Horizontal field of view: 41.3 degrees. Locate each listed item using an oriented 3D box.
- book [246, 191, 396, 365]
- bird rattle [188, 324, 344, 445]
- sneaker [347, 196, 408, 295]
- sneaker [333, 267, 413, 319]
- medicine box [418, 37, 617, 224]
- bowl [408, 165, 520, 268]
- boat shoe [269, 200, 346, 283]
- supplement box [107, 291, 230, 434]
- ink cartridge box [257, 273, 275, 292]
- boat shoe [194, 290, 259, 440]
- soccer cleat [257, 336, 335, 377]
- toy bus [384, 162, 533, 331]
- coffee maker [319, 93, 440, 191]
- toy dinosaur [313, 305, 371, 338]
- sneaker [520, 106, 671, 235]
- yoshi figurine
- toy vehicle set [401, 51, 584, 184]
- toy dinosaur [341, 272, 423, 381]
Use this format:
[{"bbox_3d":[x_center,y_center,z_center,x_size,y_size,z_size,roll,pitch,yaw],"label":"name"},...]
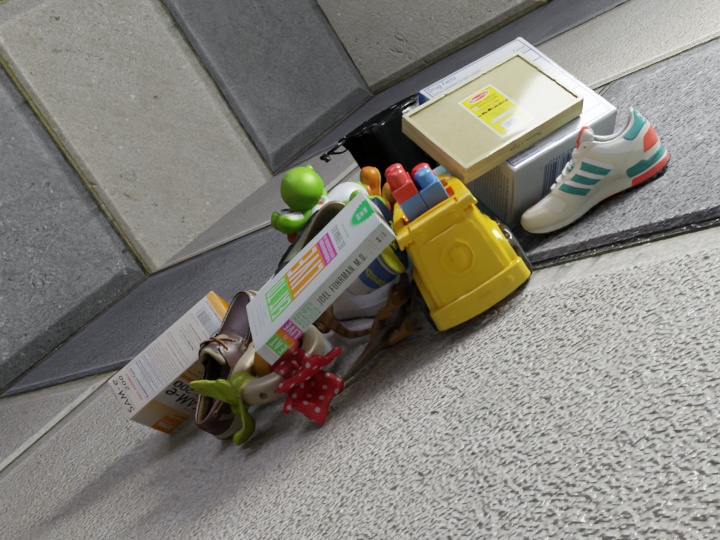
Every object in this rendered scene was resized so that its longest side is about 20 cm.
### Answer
[{"bbox_3d":[-0.046,0.008,1.102,0.200,0.048,0.134,-46,18,7],"label":"book"},{"bbox_3d":[-0.103,0.116,1.152,0.199,0.113,0.164,-29,24,27],"label":"bird rattle"},{"bbox_3d":[0.016,-0.034,1.262,0.082,0.074,0.201,-42,13,20],"label":"sneaker"},{"bbox_3d":[0.000,0.000,1.341,0.199,0.117,0.074,-16,18,49],"label":"sneaker"},{"bbox_3d":[0.205,-0.191,1.277,0.181,0.104,0.200,-30,54,-19],"label":"medicine box"},{"bbox_3d":[0.130,-0.088,1.364,0.199,0.106,0.201,-32,13,8],"label":"bowl"},{"bbox_3d":[-0.070,-0.001,1.246,0.203,0.071,0.066,-60,11,7],"label":"boat shoe"},{"bbox_3d":[-0.246,0.137,1.377,0.199,0.074,0.126,-41,-25,1],"label":"supplement box"},{"bbox_3d":[-0.146,0.045,1.525,0.146,0.048,0.201,-45,26,17],"label":"ink cartridge box"},{"bbox_3d":[-0.174,0.114,1.245,0.071,0.072,0.203,-1,67,37],"label":"boat shoe"},{"bbox_3d":[-0.104,0.121,1.290,0.198,0.077,0.070,-6,64,36],"label":"soccer cleat"},{"bbox_3d":[0.095,-0.050,1.129,0.135,0.193,0.200,-33,12,8],"label":"toy bus"},{"bbox_3d":[0.060,-0.150,1.534,0.191,0.202,0.135,-31,11,-2],"label":"coffee maker"},{"bbox_3d":[-0.052,0.060,1.307,0.060,0.107,0.200,-21,49,-27],"label":"toy dinosaur"},{"bbox_3d":[0.272,-0.125,1.171,0.198,0.094,0.070,-29,14,18],"label":"sneaker"},{"bbox_3d":[-0.038,-0.110,1.364,0.198,0.113,0.112,-17,-11,-34],"label":"yoshi figurine"},{"bbox_3d":[0.166,-0.196,1.199,0.199,0.027,0.124,-31,55,-20],"label":"toy vehicle set"},{"bbox_3d":[0.028,0.080,1.169,0.200,0.060,0.106,-51,-1,-33],"label":"toy dinosaur"}]
